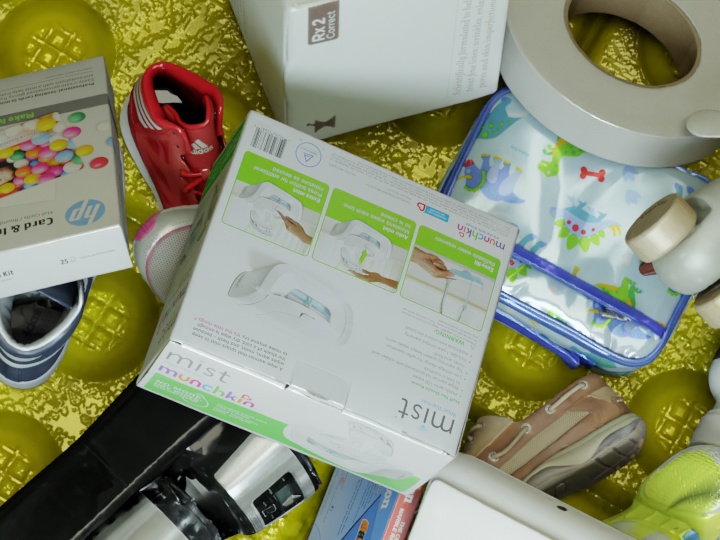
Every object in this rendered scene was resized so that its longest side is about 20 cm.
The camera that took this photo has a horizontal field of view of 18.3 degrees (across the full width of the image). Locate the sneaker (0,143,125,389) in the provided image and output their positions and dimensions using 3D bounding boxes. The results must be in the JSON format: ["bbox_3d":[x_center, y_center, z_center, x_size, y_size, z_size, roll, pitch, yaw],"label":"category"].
[{"bbox_3d":[-0.208,-0.021,1.543,0.070,0.109,0.201,17,76,-4],"label":"sneaker"}]

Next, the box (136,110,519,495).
[{"bbox_3d":[-0.019,0.023,1.449,0.199,0.097,0.177,22,63,-11],"label":"box"}]

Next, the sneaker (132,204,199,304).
[{"bbox_3d":[-0.070,0.031,1.520,0.200,0.088,0.081,37,101,-21],"label":"sneaker"}]

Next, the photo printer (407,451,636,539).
[{"bbox_3d":[0.116,0.233,1.468,0.199,0.069,0.167,27,113,15],"label":"photo printer"}]

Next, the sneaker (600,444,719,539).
[{"bbox_3d":[0.201,0.202,1.561,0.200,0.105,0.076,-38,59,19],"label":"sneaker"}]

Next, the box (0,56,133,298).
[{"bbox_3d":[-0.239,-0.060,1.513,0.155,0.041,0.201,-13,41,0],"label":"box"}]

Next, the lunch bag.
[{"bbox_3d":[0.150,-0.025,1.604,0.199,0.082,0.161,30,79,1],"label":"lunch bag"}]

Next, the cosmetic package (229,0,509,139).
[{"bbox_3d":[-0.006,-0.226,1.558,0.164,0.165,0.201,-16,62,-10],"label":"cosmetic package"}]

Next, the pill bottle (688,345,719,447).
[{"bbox_3d":[0.318,0.059,1.587,0.116,0.116,0.201,29,75,0],"label":"pill bottle"}]

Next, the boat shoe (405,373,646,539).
[{"bbox_3d":[0.103,0.139,1.570,0.199,0.076,0.072,-27,68,-11],"label":"boat shoe"}]

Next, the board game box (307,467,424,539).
[{"bbox_3d":[-0.002,0.181,1.528,0.019,0.103,0.201,28,75,-24],"label":"board game box"}]

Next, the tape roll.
[{"bbox_3d":[0.192,-0.163,1.618,0.202,0.037,0.204,10,50,-12],"label":"tape roll"}]

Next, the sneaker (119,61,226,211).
[{"bbox_3d":[-0.109,-0.054,1.559,0.078,0.116,0.201,-32,83,-13],"label":"sneaker"}]

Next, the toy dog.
[{"bbox_3d":[0.258,-0.047,1.536,0.199,0.096,0.132,-27,98,-22],"label":"toy dog"}]

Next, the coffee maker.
[{"bbox_3d":[-0.157,0.142,1.501,0.192,0.135,0.200,44,76,5],"label":"coffee maker"}]
